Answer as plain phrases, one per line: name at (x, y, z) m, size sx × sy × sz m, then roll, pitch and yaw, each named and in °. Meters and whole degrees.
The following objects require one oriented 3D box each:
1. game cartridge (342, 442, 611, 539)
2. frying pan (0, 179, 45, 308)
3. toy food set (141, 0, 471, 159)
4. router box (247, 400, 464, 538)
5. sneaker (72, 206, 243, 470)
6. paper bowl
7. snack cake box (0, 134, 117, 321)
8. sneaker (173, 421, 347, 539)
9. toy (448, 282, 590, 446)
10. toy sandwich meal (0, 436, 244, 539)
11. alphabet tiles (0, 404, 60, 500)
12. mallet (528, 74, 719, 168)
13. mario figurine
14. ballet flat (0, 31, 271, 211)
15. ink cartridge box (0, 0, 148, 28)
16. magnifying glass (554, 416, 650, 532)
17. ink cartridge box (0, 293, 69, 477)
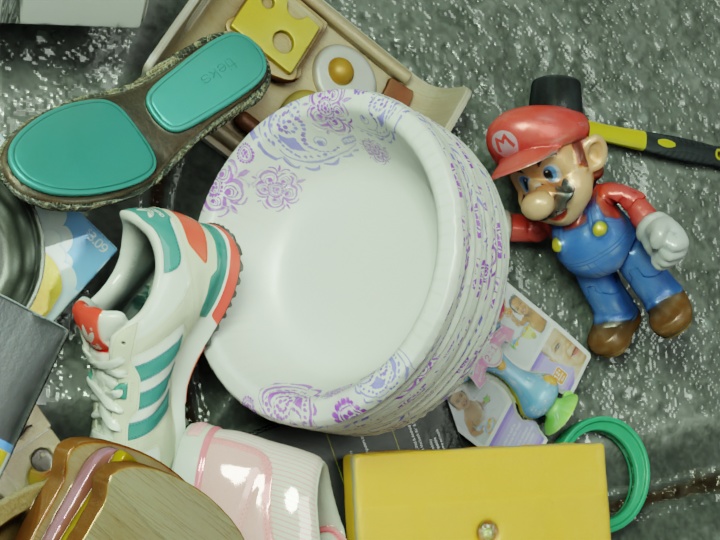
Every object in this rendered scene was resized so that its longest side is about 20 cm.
game cartridge at (0.076, 0.211, 0.876) m, size 0.174 × 0.032 × 0.203 m, roll 0°, pitch 83°, yaw -19°
frying pan at (-0.236, 0.027, 0.765) m, size 0.113 × 0.031 × 0.193 m, roll 13°, pitch 80°, yaw -23°
toy food set at (-0.032, -0.127, 0.956) m, size 0.199 × 0.060 × 0.145 m, roll 37°, pitch 66°, yaw -15°
router box at (0.011, 0.181, 0.904) m, size 0.147 × 0.051 × 0.203 m, roll -18°, pitch 86°, yaw -19°
sneaker at (-0.141, 0.057, 0.825) m, size 0.093 × 0.070 × 0.202 m, roll 24°, pitch 85°, yaw -51°
paper bowl at (0.000, 0.000, 0.863) m, size 0.104 × 0.198 × 0.204 m, roll 21°, pitch 67°, yaw -53°
snack cake box at (-0.255, -0.037, 0.824) m, size 0.200 × 0.067 × 0.115 m, roll 45°, pitch 65°, yaw -11°
sneaker at (-0.062, 0.194, 0.822) m, size 0.103 × 0.075 × 0.204 m, roll 7°, pitch 96°, yaw 6°
toy at (0.074, 0.040, 0.979) m, size 0.199 × 0.047 × 0.116 m, roll 40°, pitch 63°, yaw -14°
toy sandwich meal at (-0.132, 0.192, 0.702) m, size 0.203 × 0.070 × 0.209 m, roll 4°, pitch 84°, yaw -45°
alphabet tiles at (-0.229, 0.151, 0.721) m, size 0.199 × 0.006 × 0.167 m, roll -36°, pitch 91°, yaw -27°
mallet at (0.211, -0.111, 1.088) m, size 0.197 × 0.041 × 0.067 m, roll -1°, pitch 82°, yaw -30°
mario figurine at (0.149, -0.023, 0.989) m, size 0.123 × 0.106 × 0.201 m, roll -36°, pitch 108°, yaw 1°
ballet flat at (-0.135, -0.078, 0.839) m, size 0.199 × 0.075 × 0.068 m, roll -36°, pitch 87°, yaw -37°
ink cartridge box at (-0.231, -0.221, 0.833) m, size 0.197 × 0.083 × 0.148 m, roll -3°, pitch 48°, yaw -27°
magnifying glass at (0.133, 0.180, 0.994) m, size 0.200 × 0.022 × 0.080 m, roll -40°, pitch 97°, yaw -29°
ink cartridge box at (-0.274, 0.073, 0.696) m, size 0.198 × 0.047 × 0.200 m, roll 28°, pitch 67°, yaw -17°
